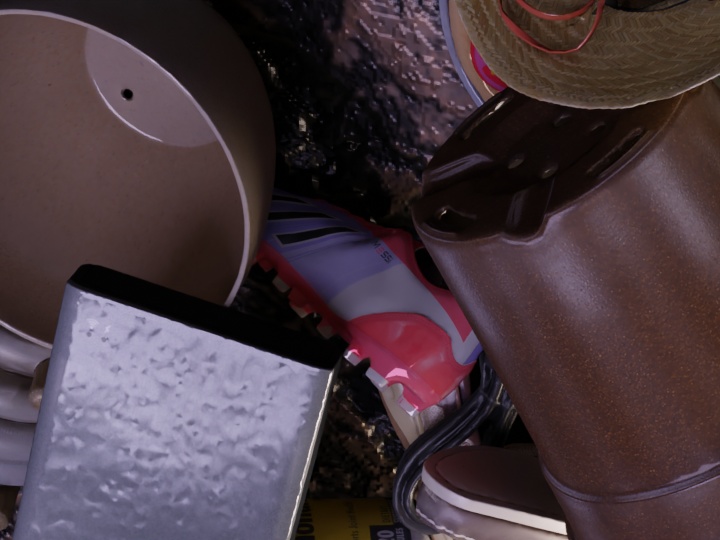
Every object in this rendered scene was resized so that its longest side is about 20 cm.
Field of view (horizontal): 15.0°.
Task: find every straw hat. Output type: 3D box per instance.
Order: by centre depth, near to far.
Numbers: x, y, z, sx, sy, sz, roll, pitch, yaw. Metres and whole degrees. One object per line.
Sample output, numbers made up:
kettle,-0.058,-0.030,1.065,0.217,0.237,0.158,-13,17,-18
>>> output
straw hat,0.145,-0.150,1.225,0.200,0.202,0.085,-9,159,29

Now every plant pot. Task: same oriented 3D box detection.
plant pot,0.137,0.009,1.285,0.200,0.200,0.198,-18,119,33
plant pot,-0.124,-0.073,1.402,0.200,0.135,0.201,12,125,17

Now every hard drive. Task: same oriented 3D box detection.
hard drive,-0.098,0.109,1.382,0.139,0.033,0.201,18,116,6

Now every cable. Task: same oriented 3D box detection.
cable,0.078,0.046,1.421,0.097,0.050,0.201,11,114,-12

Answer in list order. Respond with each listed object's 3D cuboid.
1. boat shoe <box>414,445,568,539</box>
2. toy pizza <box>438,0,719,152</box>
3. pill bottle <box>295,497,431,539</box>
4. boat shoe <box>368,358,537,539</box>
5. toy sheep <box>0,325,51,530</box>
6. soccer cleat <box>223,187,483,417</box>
boat shoe,0.101,0.134,1.417,0.072,0.200,0.060,46,116,41
toy pizza,0.129,-0.115,1.325,0.199,0.032,0.201,12,126,17
pill bottle,-0.063,0.181,1.494,0.199,0.112,0.112,-1,126,-8
boat shoe,0.073,0.102,1.477,0.072,0.072,0.201,-12,110,30
toy sheep,-0.203,0.067,1.535,0.138,0.138,0.200,31,121,2
soccer cleat,0.000,0.000,1.409,0.076,0.200,0.067,-44,132,-2
